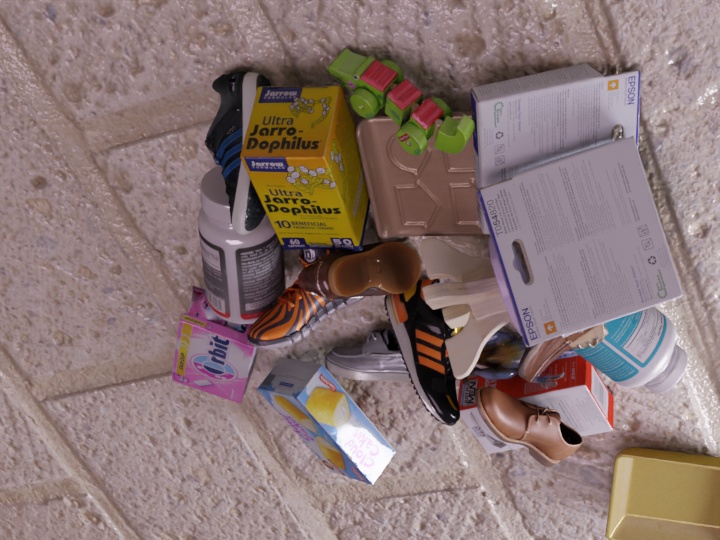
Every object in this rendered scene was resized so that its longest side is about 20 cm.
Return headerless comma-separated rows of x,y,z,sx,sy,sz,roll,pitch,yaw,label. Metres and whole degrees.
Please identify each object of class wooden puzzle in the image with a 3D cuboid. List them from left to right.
0.106,-0.126,1.627,0.197,0.047,0.187,-3,130,13,wooden puzzle

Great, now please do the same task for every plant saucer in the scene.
0.471,0.334,1.915,0.197,0.049,0.202,6,132,11,plant saucer

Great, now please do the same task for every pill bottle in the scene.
-0.159,-0.038,1.731,0.112,0.115,0.202,8,132,9,pill bottle
0.334,0.078,1.688,0.199,0.111,0.111,37,130,-16,pill bottle

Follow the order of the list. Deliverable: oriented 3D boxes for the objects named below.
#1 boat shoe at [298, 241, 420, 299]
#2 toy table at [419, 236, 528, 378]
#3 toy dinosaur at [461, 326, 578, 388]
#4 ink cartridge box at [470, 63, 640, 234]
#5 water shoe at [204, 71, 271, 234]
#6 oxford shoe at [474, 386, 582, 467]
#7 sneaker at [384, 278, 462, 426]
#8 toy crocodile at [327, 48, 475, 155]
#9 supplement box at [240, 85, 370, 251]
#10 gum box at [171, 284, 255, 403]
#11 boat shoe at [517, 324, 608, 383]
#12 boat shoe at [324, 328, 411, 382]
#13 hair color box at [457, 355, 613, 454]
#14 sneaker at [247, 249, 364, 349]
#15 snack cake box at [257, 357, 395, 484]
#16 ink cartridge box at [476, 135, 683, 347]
0.000,0.000,1.692,0.070,0.199,0.072,-5,88,38,boat shoe
0.152,0.035,1.645,0.116,0.186,0.200,-17,151,11,toy table
0.228,0.101,1.789,0.179,0.200,0.107,-5,92,-6,toy dinosaur
0.234,-0.148,1.551,0.197,0.044,0.198,-12,130,-6,ink cartridge box
-0.154,-0.146,1.617,0.078,0.203,0.071,4,176,23,water shoe
0.230,0.201,1.761,0.071,0.072,0.199,-31,135,32,oxford shoe
0.106,0.107,1.753,0.089,0.070,0.202,-26,78,17,sneaker
0.047,-0.201,1.526,0.199,0.068,0.062,38,156,17,toy crocodile
-0.061,-0.123,1.595,0.107,0.111,0.201,1,148,16,supplement box
-0.206,0.108,1.874,0.112,0.067,0.201,19,148,-1,gum box
0.270,0.063,1.577,0.072,0.076,0.201,39,99,3,boat shoe
0.042,0.116,1.848,0.198,0.070,0.073,3,108,20,boat shoe
0.249,0.191,1.840,0.198,0.064,0.111,-16,132,26,hair color box
-0.079,0.016,1.728,0.077,0.199,0.113,23,137,45,sneaker
-0.050,0.224,1.931,0.114,0.067,0.201,2,137,53,snack cake box
0.256,-0.033,1.524,0.197,0.041,0.202,-17,91,1,ink cartridge box
